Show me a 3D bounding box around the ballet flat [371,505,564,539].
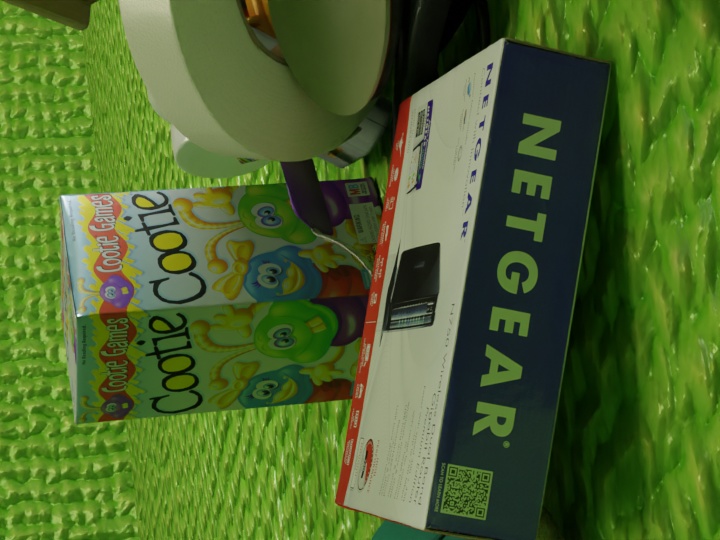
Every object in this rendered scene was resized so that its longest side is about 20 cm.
[{"bbox_3d":[0.055,0.148,0.878,0.067,0.068,0.200,46,168,-6],"label":"ballet flat"}]

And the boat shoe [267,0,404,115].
[{"bbox_3d":[-0.005,-0.174,0.872,0.063,0.071,0.202,-39,-48,-49],"label":"boat shoe"}]

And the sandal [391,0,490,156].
[{"bbox_3d":[0.041,-0.110,0.935,0.201,0.042,0.077,93,176,-60],"label":"sandal"}]

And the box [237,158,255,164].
[{"bbox_3d":[-0.105,-0.176,1.280,0.201,0.070,0.064,57,168,-8],"label":"box"}]

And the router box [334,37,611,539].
[{"bbox_3d":[0.045,0.013,0.814,0.179,0.048,0.202,161,119,-77],"label":"router box"}]

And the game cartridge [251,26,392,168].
[{"bbox_3d":[-0.053,-0.108,1.097,0.200,0.132,0.042,-178,110,-85],"label":"game cartridge"}]

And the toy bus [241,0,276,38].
[{"bbox_3d":[-0.091,-0.221,1.138,0.136,0.190,0.202,-177,82,-76],"label":"toy bus"}]

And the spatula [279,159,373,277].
[{"bbox_3d":[0.000,0.000,1.054,0.201,0.021,0.056,57,-168,25],"label":"spatula"}]

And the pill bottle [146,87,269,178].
[{"bbox_3d":[-0.116,-0.179,1.440,0.111,0.110,0.202,112,151,-63],"label":"pill bottle"}]

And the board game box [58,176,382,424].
[{"bbox_3d":[-0.084,0.018,1.152,0.105,0.198,0.104,99,162,-47],"label":"board game box"}]

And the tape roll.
[{"bbox_3d":[-0.042,-0.155,0.921,0.037,0.202,0.205,8,105,35],"label":"tape roll"}]

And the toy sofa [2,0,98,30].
[{"bbox_3d":[-0.124,-0.214,1.013,0.199,0.082,0.099,-17,67,41],"label":"toy sofa"}]
